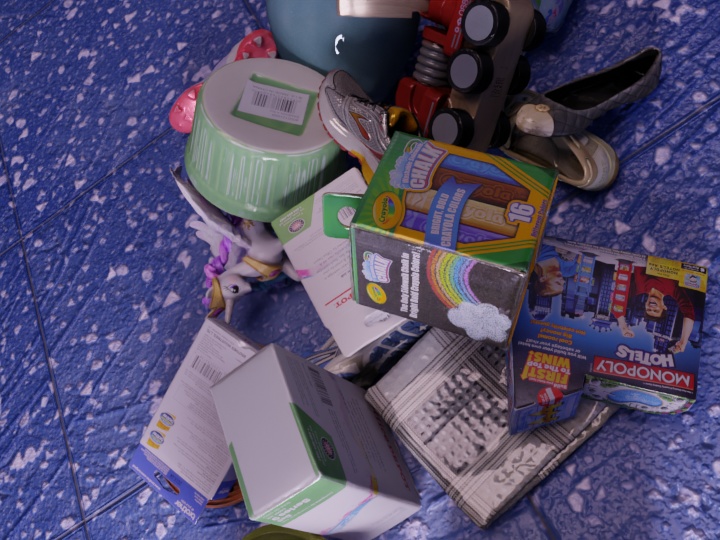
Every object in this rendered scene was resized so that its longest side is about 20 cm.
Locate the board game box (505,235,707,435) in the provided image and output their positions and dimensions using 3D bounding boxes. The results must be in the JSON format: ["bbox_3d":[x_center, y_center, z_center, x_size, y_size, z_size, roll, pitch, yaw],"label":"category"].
[{"bbox_3d":[0.215,0.071,0.809,0.200,0.062,0.200,13,58,13],"label":"board game box"}]

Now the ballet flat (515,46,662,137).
[{"bbox_3d":[0.245,-0.194,0.912,0.200,0.057,0.066,-27,54,-25],"label":"ballet flat"}]

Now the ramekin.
[{"bbox_3d":[-0.106,-0.162,1.004,0.199,0.098,0.200,7,49,-8],"label":"ramekin"}]

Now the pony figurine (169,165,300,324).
[{"bbox_3d":[-0.137,-0.045,1.048,0.200,0.167,0.193,-31,61,-8],"label":"pony figurine"}]

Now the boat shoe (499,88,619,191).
[{"bbox_3d":[0.195,-0.152,0.951,0.201,0.063,0.073,44,124,32],"label":"boat shoe"}]

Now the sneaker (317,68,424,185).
[{"bbox_3d":[0.025,-0.156,0.921,0.200,0.078,0.082,54,132,27],"label":"sneaker"}]

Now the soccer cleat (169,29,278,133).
[{"bbox_3d":[-0.200,-0.278,1.248,0.200,0.067,0.077,-41,22,10],"label":"soccer cleat"}]

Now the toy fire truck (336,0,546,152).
[{"bbox_3d":[0.072,-0.238,0.934,0.200,0.129,0.176,35,121,35],"label":"toy fire truck"}]

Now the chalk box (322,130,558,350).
[{"bbox_3d":[0.063,-0.035,0.778,0.200,0.125,0.124,18,56,13],"label":"chalk box"}]

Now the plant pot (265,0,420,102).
[{"bbox_3d":[-0.019,-0.285,1.089,0.200,0.200,0.135,6,105,30],"label":"plant pot"}]

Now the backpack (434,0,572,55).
[{"bbox_3d":[0.172,-0.353,1.010,0.150,0.178,0.200,22,71,37],"label":"backpack"}]

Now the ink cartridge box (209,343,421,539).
[{"bbox_3d":[-0.040,0.176,0.834,0.087,0.200,0.145,-36,55,15],"label":"ink cartridge box"}]

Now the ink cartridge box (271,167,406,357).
[{"bbox_3d":[0.000,0.000,0.896,0.117,0.067,0.200,-33,54,4],"label":"ink cartridge box"}]

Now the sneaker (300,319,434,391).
[{"bbox_3d":[0.011,0.073,0.941,0.200,0.077,0.085,-32,51,9],"label":"sneaker"}]

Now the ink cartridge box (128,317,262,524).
[{"bbox_3d":[-0.170,0.168,0.957,0.119,0.042,0.200,31,92,24],"label":"ink cartridge box"}]

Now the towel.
[{"bbox_3d":[0.131,0.125,0.854,0.200,0.035,0.193,-41,58,-4],"label":"towel"}]

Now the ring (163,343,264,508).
[{"bbox_3d":[-0.158,0.181,1.007,0.200,0.019,0.201,-13,59,22],"label":"ring"}]

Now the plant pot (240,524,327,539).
[{"bbox_3d":[-0.117,0.347,0.756,0.200,0.190,0.201,-2,86,32],"label":"plant pot"}]
